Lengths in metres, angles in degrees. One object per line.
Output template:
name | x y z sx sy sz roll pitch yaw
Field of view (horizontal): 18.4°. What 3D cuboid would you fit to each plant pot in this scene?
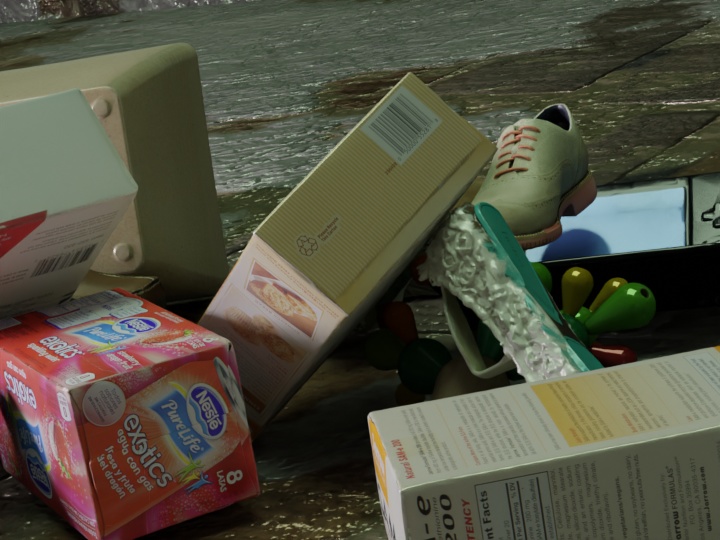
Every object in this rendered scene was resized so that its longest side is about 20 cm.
plant pot | -0.220 -0.060 1.676 0.198 0.201 0.177 -8 4 5

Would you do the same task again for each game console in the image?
game console | 0.157 -0.028 1.495 0.199 0.117 0.177 -6 45 14

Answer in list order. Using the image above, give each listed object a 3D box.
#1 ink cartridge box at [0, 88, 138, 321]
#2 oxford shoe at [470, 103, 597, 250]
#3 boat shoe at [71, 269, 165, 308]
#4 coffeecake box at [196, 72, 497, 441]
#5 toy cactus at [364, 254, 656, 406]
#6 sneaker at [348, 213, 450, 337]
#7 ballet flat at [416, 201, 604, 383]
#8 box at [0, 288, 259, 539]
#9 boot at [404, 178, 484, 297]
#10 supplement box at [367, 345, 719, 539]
ink cartridge box | -0.245 -0.010 1.371 0.146 0.083 0.200 -18 -21 -38
oxford shoe | 0.100 -0.058 1.463 0.070 0.074 0.200 -4 15 21
boat shoe | -0.231 0.014 1.518 0.199 0.074 0.076 -4 14 22
coffeecake box | -0.020 -0.004 1.330 0.154 0.073 0.200 -48 -3 -32
toy cactus | 0.078 0.058 1.333 0.199 0.103 0.165 0 35 26
sneaker | 0.000 0.000 1.496 0.077 0.200 0.089 37 54 10
ballet flat | 0.097 0.050 1.246 0.071 0.072 0.200 -16 56 -27
box | -0.145 0.081 1.296 0.099 0.096 0.200 -17 15 -22
boot | 0.022 -0.027 1.735 0.174 0.067 0.200 4 16 5
supplement box | 0.111 0.103 1.107 0.199 0.074 0.126 -10 14 -3
